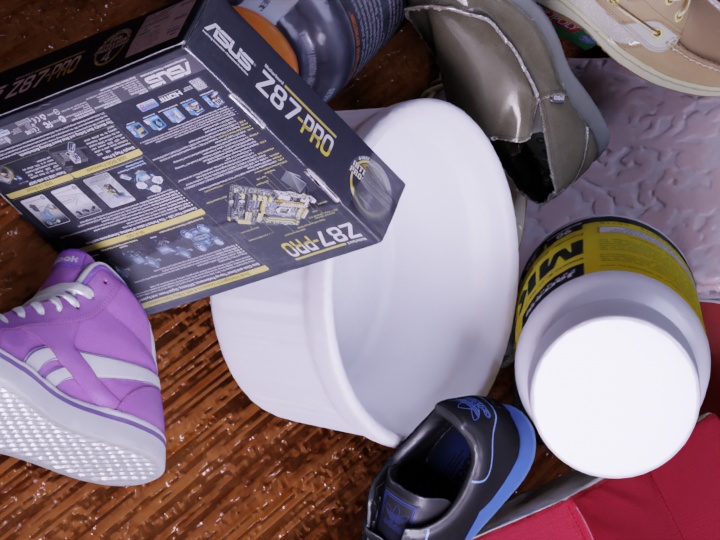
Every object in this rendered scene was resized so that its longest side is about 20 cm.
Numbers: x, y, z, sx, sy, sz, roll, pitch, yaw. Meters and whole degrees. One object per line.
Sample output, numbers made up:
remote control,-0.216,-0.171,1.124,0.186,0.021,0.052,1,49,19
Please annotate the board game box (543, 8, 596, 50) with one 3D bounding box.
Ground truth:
board game box,0.106,-0.256,1.784,0.134,0.029,0.201,22,55,-40

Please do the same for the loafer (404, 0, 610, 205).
loafer,0.087,-0.110,1.665,0.200,0.075,0.070,46,60,-40

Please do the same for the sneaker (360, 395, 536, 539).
sneaker,0.023,0.157,1.546,0.078,0.070,0.201,16,104,-56

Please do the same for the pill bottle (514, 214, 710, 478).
pill bottle,0.146,0.044,1.598,0.115,0.114,0.200,62,10,-12

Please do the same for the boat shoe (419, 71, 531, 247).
boat shoe,0.071,-0.092,1.751,0.069,0.074,0.201,29,57,-46

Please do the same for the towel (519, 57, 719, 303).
towel,0.177,-0.061,1.770,0.032,0.199,0.192,57,41,-48

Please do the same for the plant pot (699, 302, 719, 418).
plant pot,0.266,0.014,1.851,0.200,0.177,0.201,20,62,-42

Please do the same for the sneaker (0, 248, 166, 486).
sneaker,-0.180,0.034,1.437,0.200,0.072,0.115,31,51,-50

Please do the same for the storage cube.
storage cube,0.145,0.215,1.636,0.171,0.200,0.180,-24,88,-49

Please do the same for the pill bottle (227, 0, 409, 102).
pill bottle,-0.031,-0.162,1.638,0.106,0.106,0.200,58,42,-16

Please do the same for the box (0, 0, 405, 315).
box,-0.101,-0.057,1.451,0.161,0.200,0.049,46,49,-27

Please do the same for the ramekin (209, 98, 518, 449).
ramekin,0.000,0.000,1.586,0.200,0.097,0.201,-9,100,-55

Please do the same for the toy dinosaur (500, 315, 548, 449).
toy dinosaur,0.118,0.068,1.747,0.199,0.047,0.088,21,96,-25

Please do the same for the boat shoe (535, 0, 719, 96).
boat shoe,0.174,-0.175,1.712,0.199,0.066,0.074,26,52,-21
